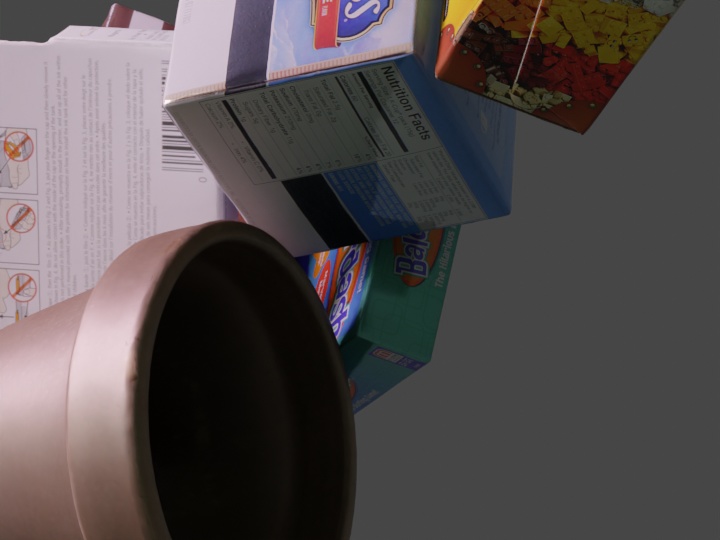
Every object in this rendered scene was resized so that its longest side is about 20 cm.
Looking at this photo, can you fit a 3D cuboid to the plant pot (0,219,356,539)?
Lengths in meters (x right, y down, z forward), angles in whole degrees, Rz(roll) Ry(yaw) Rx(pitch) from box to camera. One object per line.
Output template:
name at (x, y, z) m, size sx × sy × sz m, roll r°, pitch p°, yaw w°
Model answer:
plant pot at (-0.121, 0.085, 1.065) m, size 0.173 × 0.200 × 0.202 m, roll -7°, pitch 55°, yaw 28°

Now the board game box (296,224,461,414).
board game box at (0.000, 0.000, 1.210) m, size 0.200 × 0.045 × 0.153 m, roll 139°, pitch 148°, yaw -63°

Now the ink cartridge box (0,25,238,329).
ink cartridge box at (-0.151, -0.025, 1.149) m, size 0.044 × 0.172 × 0.202 m, roll -57°, pitch -30°, yaw -71°

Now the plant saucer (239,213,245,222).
plant saucer at (-0.112, 0.023, 1.275) m, size 0.200 × 0.032 × 0.201 m, roll -39°, pitch -19°, yaw -16°

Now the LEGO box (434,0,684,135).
LEGO box at (0.103, -0.188, 0.988) m, size 0.149 × 0.077 × 0.201 m, roll 125°, pitch 159°, yaw -48°

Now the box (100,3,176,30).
box at (-0.147, -0.058, 1.614) m, size 0.200 × 0.163 × 0.167 m, roll 139°, pitch 148°, yaw -64°

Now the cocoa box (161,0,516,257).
cocoa box at (-0.001, -0.130, 1.091) m, size 0.130 × 0.134 × 0.201 m, roll -10°, pitch 52°, yaw 22°
